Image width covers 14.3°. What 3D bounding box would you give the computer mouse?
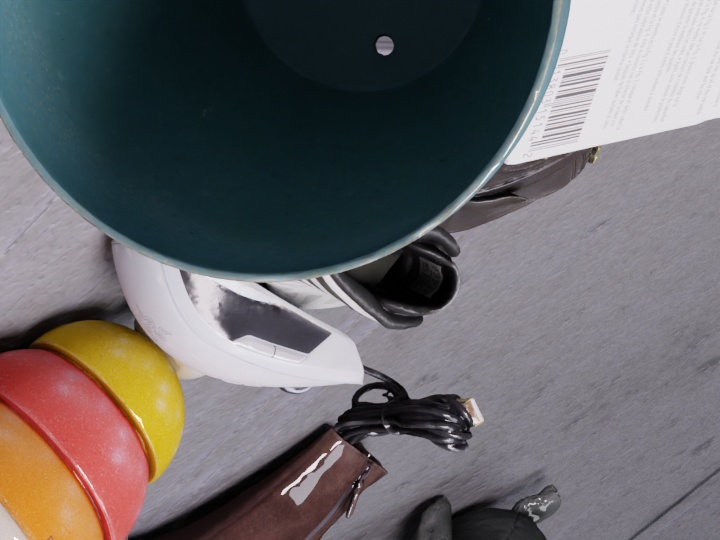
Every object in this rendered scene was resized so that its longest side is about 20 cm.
[{"bbox_3d":[-0.040,0.041,1.336,0.200,0.110,0.044,29,80,-30],"label":"computer mouse"}]

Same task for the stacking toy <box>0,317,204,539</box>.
[{"bbox_3d":[-0.131,0.075,1.353,0.200,0.146,0.146,-40,167,-27],"label":"stacking toy"}]

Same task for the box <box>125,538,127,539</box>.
[{"bbox_3d":[-0.216,0.148,1.484,0.199,0.050,0.199,-27,161,-14],"label":"box"}]

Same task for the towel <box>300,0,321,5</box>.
[{"bbox_3d":[0.062,-0.170,1.083,0.200,0.023,0.145,-37,-178,16],"label":"towel"}]

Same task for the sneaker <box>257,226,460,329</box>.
[{"bbox_3d":[0.000,0.000,1.315,0.076,0.115,0.200,-61,157,3],"label":"sneaker"}]

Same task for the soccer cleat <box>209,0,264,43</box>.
[{"bbox_3d":[-0.057,-0.079,1.141,0.085,0.069,0.200,-33,166,-22],"label":"soccer cleat"}]

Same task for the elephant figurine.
[{"bbox_3d":[0.076,0.231,1.994,0.141,0.156,0.200,-10,171,6],"label":"elephant figurine"}]

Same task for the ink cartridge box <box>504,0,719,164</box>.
[{"bbox_3d":[0.144,-0.129,1.071,0.176,0.045,0.200,-11,147,-20],"label":"ink cartridge box"}]

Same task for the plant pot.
[{"bbox_3d":[-0.017,-0.103,0.967,0.200,0.200,0.135,-37,176,16],"label":"plant pot"}]

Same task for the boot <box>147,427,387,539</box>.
[{"bbox_3d":[-0.076,0.151,1.716,0.166,0.072,0.200,-46,158,6],"label":"boot"}]

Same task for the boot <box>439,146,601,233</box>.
[{"bbox_3d":[0.107,-0.088,1.383,0.199,0.069,0.174,-26,166,-4],"label":"boot"}]
